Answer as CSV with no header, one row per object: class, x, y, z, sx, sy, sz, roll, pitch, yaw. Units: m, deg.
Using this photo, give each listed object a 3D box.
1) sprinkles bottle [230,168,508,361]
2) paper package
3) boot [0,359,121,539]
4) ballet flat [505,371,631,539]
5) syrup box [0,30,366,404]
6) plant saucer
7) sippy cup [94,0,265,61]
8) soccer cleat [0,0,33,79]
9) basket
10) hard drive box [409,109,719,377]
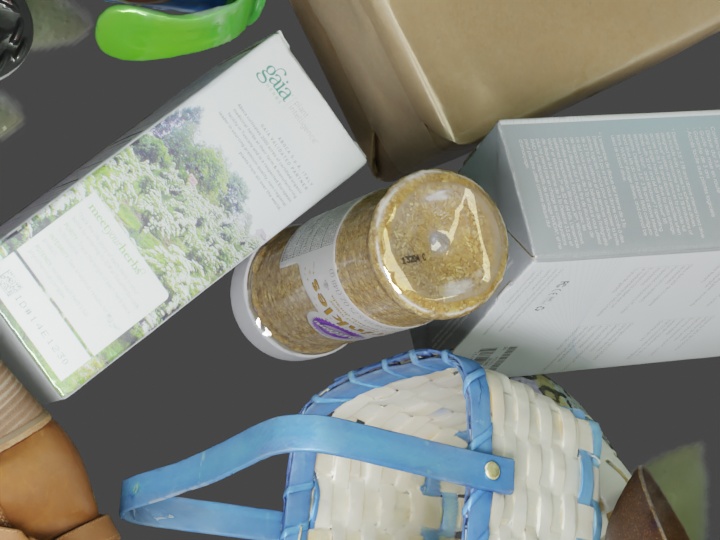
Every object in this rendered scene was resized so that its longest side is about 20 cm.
sprinkles bottle,0.000,0.000,1.158,0.068,0.200,0.069,3,81,-21
paper package,0.068,-0.170,1.263,0.200,0.103,0.191,-27,92,-22
boot,-0.193,0.142,1.068,0.200,0.077,0.156,-43,106,-38
ballet flat,0.126,0.135,1.263,0.072,0.072,0.201,-27,93,-23
syrup box,-0.102,-0.025,1.185,0.200,0.081,0.079,-39,100,-22
plant saucer,0.164,0.188,1.153,0.034,0.200,0.201,-26,93,8
sippy cup,-0.115,-0.186,1.178,0.130,0.178,0.140,-1,109,-15
soccer cleat,-0.251,-0.086,1.137,0.199,0.073,0.068,-20,89,-23
basket,0.007,0.108,1.161,0.199,0.176,0.140,17,68,-28
hard drive box,0.138,-0.012,1.235,0.199,0.156,0.077,-3,67,-23
